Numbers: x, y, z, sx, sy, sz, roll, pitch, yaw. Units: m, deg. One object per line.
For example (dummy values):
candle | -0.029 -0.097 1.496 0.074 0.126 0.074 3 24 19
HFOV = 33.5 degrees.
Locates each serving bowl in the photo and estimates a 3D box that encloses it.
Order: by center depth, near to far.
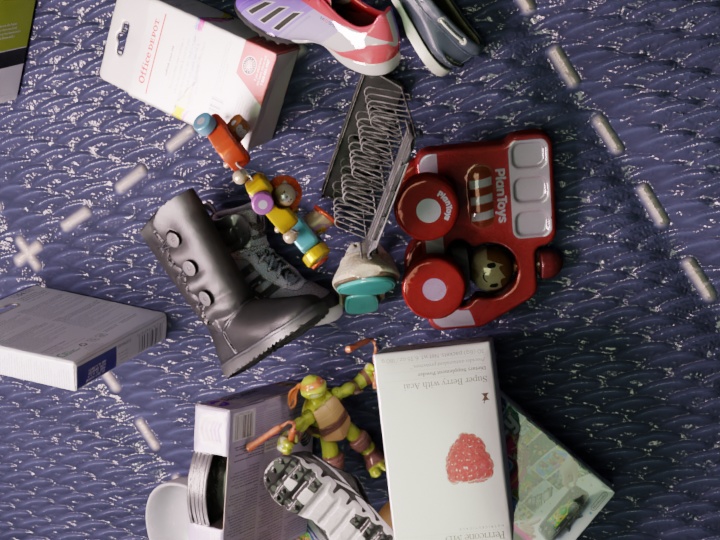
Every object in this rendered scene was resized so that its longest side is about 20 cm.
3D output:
serving bowl | -0.176 0.339 1.488 0.199 0.066 0.202 21 124 34

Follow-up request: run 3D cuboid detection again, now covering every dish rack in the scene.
dish rack | 0.010 -0.108 1.211 0.054 0.200 0.154 15 114 -11

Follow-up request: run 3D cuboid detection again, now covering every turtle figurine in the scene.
turtle figurine | -0.039 0.180 1.353 0.064 0.200 0.162 9 131 50

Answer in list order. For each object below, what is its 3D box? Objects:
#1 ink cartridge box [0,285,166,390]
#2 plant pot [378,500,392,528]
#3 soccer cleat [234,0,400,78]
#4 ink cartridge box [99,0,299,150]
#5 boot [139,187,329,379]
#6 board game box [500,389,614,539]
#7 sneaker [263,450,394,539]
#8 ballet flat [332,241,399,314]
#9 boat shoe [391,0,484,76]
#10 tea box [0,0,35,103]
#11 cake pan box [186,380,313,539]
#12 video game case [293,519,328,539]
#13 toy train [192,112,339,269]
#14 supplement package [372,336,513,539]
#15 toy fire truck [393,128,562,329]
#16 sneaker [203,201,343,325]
ink cartridge box | -0.365 0.077 1.425 0.198 0.196 0.044 9 108 21
plant pot | 0.062 0.369 1.332 0.185 0.200 0.188 7 109 20
soccer cleat | -0.045 -0.266 1.232 0.199 0.068 0.074 26 142 23
ink cartridge box | -0.180 -0.229 1.320 0.199 0.067 0.117 26 115 12
boot | -0.140 -0.002 1.300 0.164 0.065 0.201 -33 83 34
board game box | 0.151 0.225 1.299 0.200 0.064 0.148 40 96 7
sneaker | -0.010 0.259 1.265 0.200 0.090 0.067 42 106 6
ballet flat | 0.000 0.000 1.256 0.067 0.200 0.063 -3 79 -7
boat shoe | 0.054 -0.292 1.194 0.062 0.075 0.201 -27 96 30
tea box | -0.500 -0.315 1.394 0.199 0.134 0.198 25 114 15
cake pan box | -0.120 0.228 1.346 0.052 0.200 0.186 5 97 27
video game case | -0.059 0.397 1.447 0.143 0.018 0.202 42 128 54
toy train | -0.089 -0.090 1.267 0.056 0.150 0.200 -38 134 4
supplement package | 0.087 0.174 1.216 0.120 0.120 0.202 -7 89 7
toy fire truck | 0.123 -0.039 1.236 0.166 0.112 0.202 -5 106 5
sneaker | -0.108 -0.012 1.352 0.199 0.075 0.115 18 115 20
